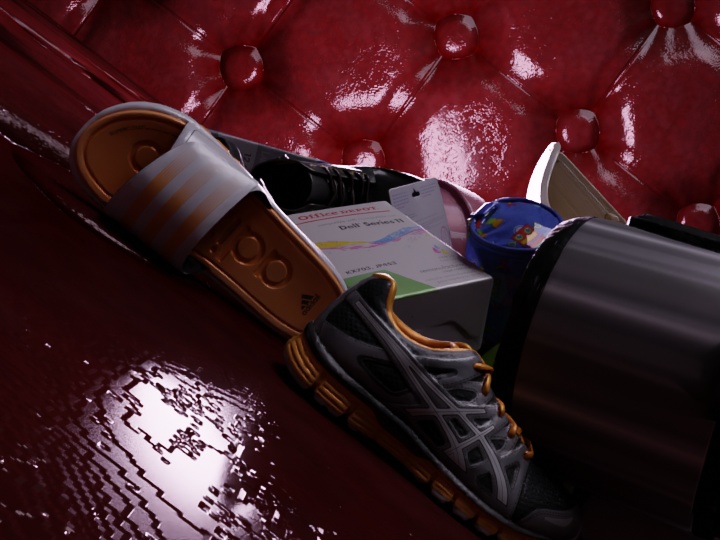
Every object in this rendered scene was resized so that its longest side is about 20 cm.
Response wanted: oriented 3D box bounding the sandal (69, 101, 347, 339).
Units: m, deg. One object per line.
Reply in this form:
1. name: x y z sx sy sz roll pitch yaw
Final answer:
1. sandal: -0.082 -0.027 0.523 0.206 0.079 0.059 39 -1 -15

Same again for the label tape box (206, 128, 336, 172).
1. label tape box: -0.115 -0.108 0.946 0.199 0.067 0.143 16 5 -7

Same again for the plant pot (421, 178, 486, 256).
1. plant pot: 0.036 -0.020 0.988 0.178 0.201 0.200 14 18 -40

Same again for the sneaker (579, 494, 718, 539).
1. sneaker: 0.203 0.198 0.503 0.071 0.073 0.200 39 1 -45

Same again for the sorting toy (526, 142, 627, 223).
1. sorting toy: 0.231 -0.017 0.875 0.200 0.107 0.180 46 18 -3

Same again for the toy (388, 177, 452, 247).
1. toy: 0.057 0.019 0.814 0.115 0.047 0.201 -24 100 -62

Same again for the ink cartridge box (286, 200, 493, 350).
1. ink cartridge box: 0.000 0.000 0.693 0.116 0.068 0.200 -11 30 -29

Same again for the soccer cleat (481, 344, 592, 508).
1. soccer cleat: 0.144 0.152 0.651 0.201 0.081 0.068 60 2 12

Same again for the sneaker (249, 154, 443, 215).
1. sneaker: -0.013 -0.068 0.828 0.198 0.075 0.106 3 1 -4

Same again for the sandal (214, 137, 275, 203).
1. sandal: -0.092 -0.036 0.655 0.048 0.075 0.201 27 18 -39

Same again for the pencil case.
1. pencil case: 0.112 0.036 0.713 0.086 0.201 0.078 24 40 23

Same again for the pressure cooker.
1. pressure cooker: 0.201 0.070 0.530 0.199 0.180 0.176 18 37 30

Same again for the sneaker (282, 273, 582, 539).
1. sneaker: 0.053 0.082 0.481 0.200 0.077 0.078 38 1 -8
